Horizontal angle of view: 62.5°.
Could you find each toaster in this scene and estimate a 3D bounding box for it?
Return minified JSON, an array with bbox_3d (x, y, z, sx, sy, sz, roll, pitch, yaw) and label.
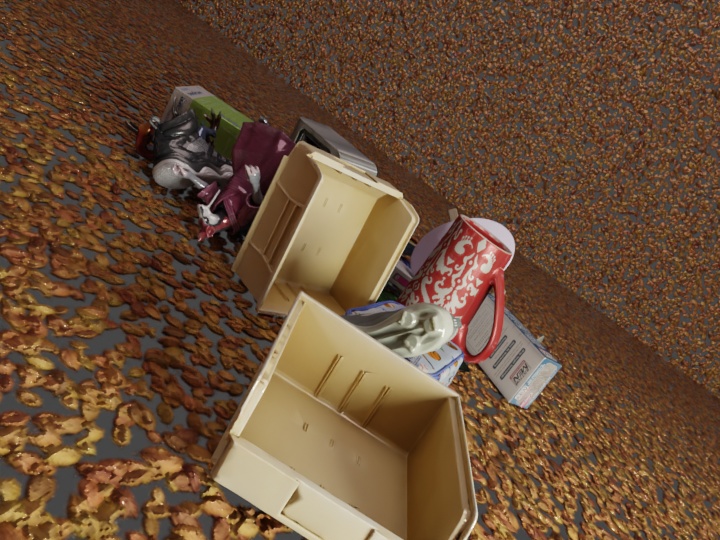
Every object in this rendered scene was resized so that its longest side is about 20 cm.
[{"bbox_3d":[-0.074,-0.151,1.084,0.117,0.184,0.200,8,28,-48],"label":"toaster"}]

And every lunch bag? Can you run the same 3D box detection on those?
[{"bbox_3d":[0.049,0.106,0.804,0.159,0.077,0.199,38,16,20],"label":"lunch bag"}]

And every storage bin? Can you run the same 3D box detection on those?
[{"bbox_3d":[-0.010,0.142,0.526,0.197,0.095,0.199,33,16,-6],"label":"storage bin"},{"bbox_3d":[-0.042,-0.040,0.806,0.197,0.203,0.094,15,20,-46],"label":"storage bin"}]

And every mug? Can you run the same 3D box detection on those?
[{"bbox_3d":[0.167,0.036,0.974,0.175,0.203,0.133,34,16,4],"label":"mug"}]

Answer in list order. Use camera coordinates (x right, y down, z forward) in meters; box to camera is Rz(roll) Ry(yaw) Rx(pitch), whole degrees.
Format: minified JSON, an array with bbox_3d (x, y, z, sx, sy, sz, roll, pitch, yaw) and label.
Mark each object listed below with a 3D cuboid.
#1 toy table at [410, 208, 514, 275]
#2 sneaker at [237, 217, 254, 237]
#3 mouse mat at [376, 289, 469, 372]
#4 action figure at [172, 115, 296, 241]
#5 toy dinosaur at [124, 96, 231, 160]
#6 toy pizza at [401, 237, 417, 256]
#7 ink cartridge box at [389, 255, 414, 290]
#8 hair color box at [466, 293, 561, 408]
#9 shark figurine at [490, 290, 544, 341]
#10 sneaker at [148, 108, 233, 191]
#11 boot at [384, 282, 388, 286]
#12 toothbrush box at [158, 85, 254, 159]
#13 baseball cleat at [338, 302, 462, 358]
[{"bbox_3d":[0.196,-0.031,1.152,0.192,0.191,0.117,-2,0,9],"label":"toy table"},{"bbox_3d":[-0.146,-0.091,0.963,0.106,0.071,0.201,29,24,0],"label":"sneaker"},{"bbox_3d":[0.095,0.096,1.035,0.158,0.008,0.201,23,22,-35],"label":"mouse mat"},{"bbox_3d":[-0.169,-0.114,0.848,0.131,0.203,0.150,21,-24,28],"label":"action figure"},{"bbox_3d":[-0.295,-0.214,0.999,0.200,0.105,0.183,44,35,-10],"label":"toy dinosaur"},{"bbox_3d":[0.036,-0.077,1.215,0.194,0.033,0.200,21,-4,1],"label":"toy pizza"},{"bbox_3d":[0.090,0.009,1.163,0.198,0.037,0.096,32,20,-44],"label":"ink cartridge box"},{"bbox_3d":[0.256,0.137,1.067,0.060,0.101,0.201,24,20,-36],"label":"hair color box"},{"bbox_3d":[0.292,0.092,1.216,0.210,0.091,0.129,30,-15,6],"label":"shark figurine"},{"bbox_3d":[-0.249,-0.188,0.943,0.198,0.074,0.118,-1,75,-58],"label":"sneaker"},{"bbox_3d":[-0.015,-0.053,0.964,0.194,0.134,0.068,6,28,-28],"label":"boot"},{"bbox_3d":[-0.280,-0.279,1.191,0.197,0.087,0.146,33,17,-8],"label":"toothbrush box"},{"bbox_3d":[0.021,0.083,0.680,0.106,0.194,0.072,16,68,-61],"label":"baseball cleat"}]
